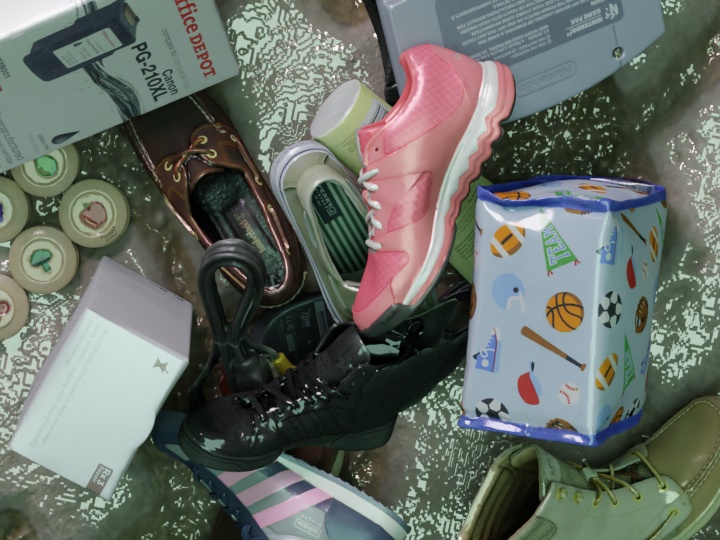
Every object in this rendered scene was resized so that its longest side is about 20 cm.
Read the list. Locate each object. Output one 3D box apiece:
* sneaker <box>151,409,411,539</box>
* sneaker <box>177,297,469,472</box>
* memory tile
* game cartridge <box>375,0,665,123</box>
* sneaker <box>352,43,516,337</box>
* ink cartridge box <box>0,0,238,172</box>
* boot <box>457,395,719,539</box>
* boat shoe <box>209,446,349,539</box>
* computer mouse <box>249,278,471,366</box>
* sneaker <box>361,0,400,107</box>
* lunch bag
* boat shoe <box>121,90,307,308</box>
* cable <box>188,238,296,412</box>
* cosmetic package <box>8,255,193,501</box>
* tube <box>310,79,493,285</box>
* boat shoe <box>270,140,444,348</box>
[{"bbox_3d":[-0.070,0.165,1.526,0.199,0.070,0.082,25,77,15],"label":"sneaker"},{"bbox_3d":[-0.023,0.075,1.494,0.199,0.060,0.105,-4,134,-31],"label":"sneaker"},{"bbox_3d":[-0.280,-0.026,1.577,0.200,0.017,0.153,-43,97,4],"label":"memory tile"},{"bbox_3d":[0.110,-0.174,1.499,0.199,0.040,0.134,-23,115,-15],"label":"game cartridge"},{"bbox_3d":[0.026,-0.057,1.455,0.086,0.074,0.201,23,90,-14],"label":"sneaker"},{"bbox_3d":[-0.195,-0.163,1.480,0.199,0.145,0.085,-23,62,-2],"label":"ink cartridge box"},{"bbox_3d":[0.173,0.151,1.562,0.200,0.072,0.154,-50,133,7],"label":"boot"},{"bbox_3d":[-0.069,0.207,1.602,0.203,0.075,0.075,-54,139,-6],"label":"boat shoe"},{"bbox_3d":[0.016,0.032,1.595,0.199,0.034,0.059,-10,111,-8],"label":"computer mouse"},{"bbox_3d":[0.038,-0.181,1.541,0.076,0.091,0.201,-15,121,5],"label":"sneaker"},{"bbox_3d":[0.148,0.021,1.521,0.123,0.200,0.171,9,100,25],"label":"lunch bag"},{"bbox_3d":[-0.103,-0.063,1.539,0.070,0.070,0.200,-38,85,2],"label":"boat shoe"},{"bbox_3d":[-0.085,0.049,1.531,0.097,0.050,0.201,-1,131,19],"label":"cable"},{"bbox_3d":[-0.173,0.069,1.502,0.081,0.200,0.113,29,95,-6],"label":"cosmetic package"},{"bbox_3d":[0.052,-0.054,1.548,0.200,0.052,0.058,38,128,-23],"label":"tube"},{"bbox_3d":[0.000,0.000,1.521,0.072,0.062,0.200,-35,121,2],"label":"boat shoe"}]
